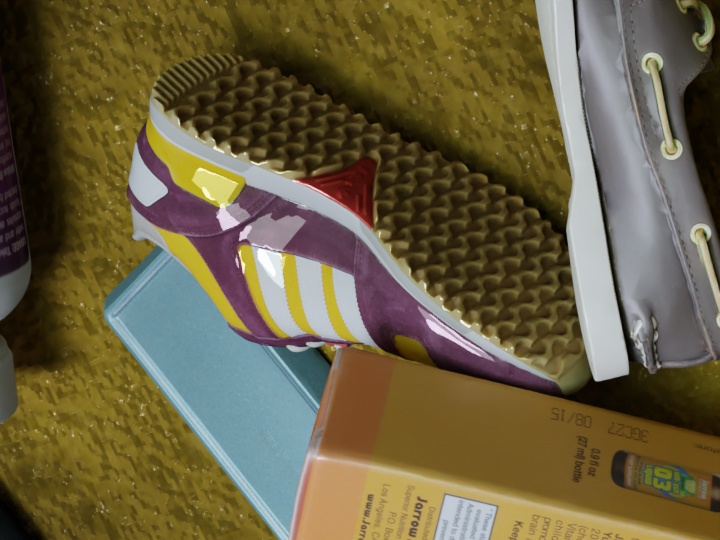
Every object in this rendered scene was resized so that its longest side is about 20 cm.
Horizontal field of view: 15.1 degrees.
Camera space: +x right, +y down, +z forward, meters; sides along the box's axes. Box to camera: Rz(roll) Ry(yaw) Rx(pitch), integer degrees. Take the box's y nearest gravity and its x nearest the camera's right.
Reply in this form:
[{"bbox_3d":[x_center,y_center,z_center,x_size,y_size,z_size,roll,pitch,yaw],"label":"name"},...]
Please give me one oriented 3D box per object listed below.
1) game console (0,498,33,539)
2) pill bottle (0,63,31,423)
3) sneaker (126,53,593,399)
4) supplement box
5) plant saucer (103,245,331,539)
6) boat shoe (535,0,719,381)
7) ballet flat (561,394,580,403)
[{"bbox_3d":[-0.239,0.131,1.224,0.176,0.116,0.200,-40,84,2],"label":"game console"},{"bbox_3d":[-0.193,-0.033,1.090,0.112,0.112,0.200,0,105,30],"label":"pill bottle"},{"bbox_3d":[0.000,0.000,1.022,0.200,0.075,0.090,35,135,18],"label":"sneaker"},{"bbox_3d":[0.078,0.090,0.955,0.200,0.067,0.069,12,126,3],"label":"supplement box"},{"bbox_3d":[-0.027,0.071,1.084,0.200,0.019,0.070,51,122,8],"label":"plant saucer"},{"bbox_3d":[0.095,-0.064,0.944,0.059,0.072,0.200,-8,92,3],"label":"boat shoe"},{"bbox_3d":[0.063,0.137,1.027,0.067,0.046,0.200,4,109,10],"label":"ballet flat"}]
